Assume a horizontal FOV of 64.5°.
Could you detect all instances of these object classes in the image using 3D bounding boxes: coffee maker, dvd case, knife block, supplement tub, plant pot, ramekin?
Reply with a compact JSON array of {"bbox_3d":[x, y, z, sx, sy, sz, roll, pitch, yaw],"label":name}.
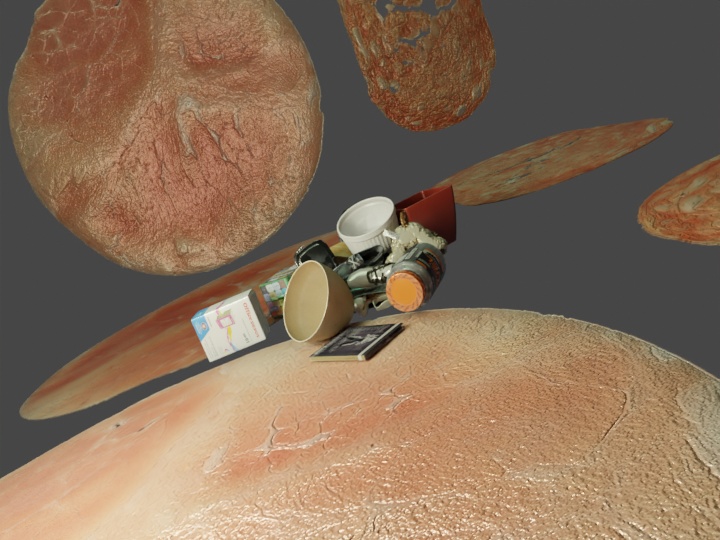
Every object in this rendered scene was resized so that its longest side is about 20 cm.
[{"bbox_3d":[-0.150,-0.010,1.798,0.137,0.189,0.201,-57,-7,-15],"label":"coffee maker"},{"bbox_3d":[-0.010,0.167,1.321,0.197,0.016,0.147,-12,16,47],"label":"dvd case"},{"bbox_3d":[-0.014,-0.035,1.859,0.195,0.065,0.177,-25,37,-1],"label":"knife block"},{"bbox_3d":[0.137,0.017,1.425,0.120,0.126,0.200,-16,14,27],"label":"supplement tub"},{"bbox_3d":[0.210,-0.154,1.897,0.196,0.181,0.199,-27,12,-21],"label":"plant pot"},{"bbox_3d":[-0.092,0.089,1.472,0.132,0.207,0.197,13,-14,-38],"label":"plant pot"},{"bbox_3d":[0.032,-0.129,1.797,0.195,0.107,0.203,-18,36,13],"label":"ramekin"}]

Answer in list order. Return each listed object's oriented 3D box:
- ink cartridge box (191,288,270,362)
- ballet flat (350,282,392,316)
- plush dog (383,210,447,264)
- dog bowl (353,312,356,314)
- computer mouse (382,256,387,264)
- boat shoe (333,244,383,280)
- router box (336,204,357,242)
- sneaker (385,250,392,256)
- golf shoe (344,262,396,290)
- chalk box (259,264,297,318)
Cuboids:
[{"bbox_3d":[-0.393,0.166,1.742,0.195,0.148,0.085,-22,11,4],"label":"ink cartridge box"},{"bbox_3d":[0.026,0.078,1.516,0.195,0.069,0.070,-18,41,16],"label":"ballet flat"},{"bbox_3d":[0.156,-0.083,1.723,0.195,0.165,0.172,-22,-11,7],"label":"plush dog"},{"bbox_3d":[-0.035,0.075,1.668,0.195,0.060,0.200,-23,11,5],"label":"dog bowl"},{"bbox_3d":[0.000,0.000,1.713,0.195,0.035,0.059,-16,37,-22],"label":"computer mouse"},{"bbox_3d":[-0.011,-0.016,1.649,0.196,0.072,0.069,-26,-32,-25],"label":"boat shoe"},{"bbox_3d":[-0.019,-0.124,2.095,0.061,0.153,0.201,-24,-15,-17],"label":"router box"},{"bbox_3d":[0.025,-0.013,1.925,0.196,0.080,0.078,-26,26,3],"label":"sneaker"},{"bbox_3d":[0.053,0.011,1.564,0.194,0.080,0.095,-11,-21,-12],"label":"golf shoe"},{"bbox_3d":[-0.248,0.074,1.927,0.122,0.127,0.200,-15,15,29],"label":"chalk box"}]
